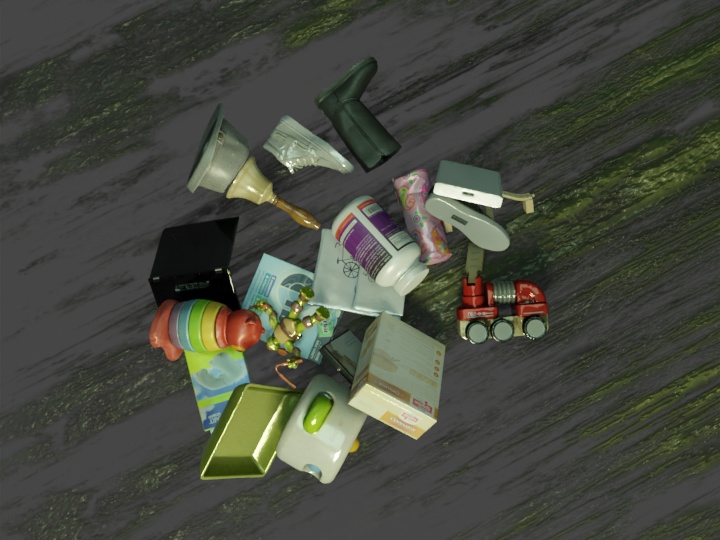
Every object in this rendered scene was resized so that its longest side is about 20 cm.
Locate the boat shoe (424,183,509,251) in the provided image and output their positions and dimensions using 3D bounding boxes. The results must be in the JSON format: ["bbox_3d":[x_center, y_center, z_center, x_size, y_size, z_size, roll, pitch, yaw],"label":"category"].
[{"bbox_3d":[0.222,-0.111,1.450,0.200,0.069,0.057,30,50,-12],"label":"boat shoe"}]

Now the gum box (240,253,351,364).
[{"bbox_3d":[-0.141,0.080,1.489,0.199,0.045,0.171,21,83,6],"label":"gum box"}]

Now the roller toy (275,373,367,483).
[{"bbox_3d":[-0.065,0.307,1.386,0.139,0.200,0.183,28,109,5],"label":"roller toy"}]

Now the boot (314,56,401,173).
[{"bbox_3d":[0.021,-0.333,1.530,0.165,0.066,0.200,-38,79,5],"label":"boot"}]

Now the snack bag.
[{"bbox_3d":[0.000,0.000,1.475,0.199,0.021,0.189,10,65,0],"label":"snack bag"}]

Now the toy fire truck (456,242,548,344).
[{"bbox_3d":[0.279,0.039,1.452,0.175,0.129,0.201,-5,92,2],"label":"toy fire truck"}]

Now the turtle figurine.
[{"bbox_3d":[-0.134,0.120,1.424,0.161,0.064,0.200,-42,64,20],"label":"turtle figurine"}]

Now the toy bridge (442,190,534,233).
[{"bbox_3d":[0.266,-0.135,1.494,0.199,0.027,0.067,-14,122,1],"label":"toy bridge"}]

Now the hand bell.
[{"bbox_3d":[-0.172,-0.145,1.517,0.200,0.104,0.104,32,84,-7],"label":"hand bell"}]

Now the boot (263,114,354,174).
[{"bbox_3d":[-0.113,-0.241,1.529,0.200,0.074,0.096,37,91,15],"label":"boot"}]

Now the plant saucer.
[{"bbox_3d":[-0.216,0.304,1.389,0.048,0.200,0.201,29,93,32],"label":"plant saucer"}]

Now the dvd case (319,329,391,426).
[{"bbox_3d":[0.015,0.208,1.418,0.200,0.143,0.018,46,110,7],"label":"dvd case"}]

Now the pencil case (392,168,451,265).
[{"bbox_3d":[0.126,-0.110,1.488,0.087,0.087,0.201,-15,81,0],"label":"pencil case"}]

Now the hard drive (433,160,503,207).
[{"bbox_3d":[0.218,-0.177,1.440,0.131,0.200,0.026,13,113,4],"label":"hard drive"}]

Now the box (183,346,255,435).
[{"bbox_3d":[-0.280,0.238,1.472,0.121,0.048,0.201,-17,81,0],"label":"box"}]

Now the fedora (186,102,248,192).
[{"bbox_3d":[-0.290,-0.241,1.494,0.090,0.177,0.201,23,47,-20],"label":"fedora"}]

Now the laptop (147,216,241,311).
[{"bbox_3d":[-0.332,0.011,1.501,0.186,0.116,0.201,-7,110,18],"label":"laptop"}]

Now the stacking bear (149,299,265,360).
[{"bbox_3d":[-0.290,0.114,1.406,0.199,0.122,0.114,1,64,13],"label":"stacking bear"}]

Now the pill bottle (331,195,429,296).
[{"bbox_3d":[0.042,-0.047,1.427,0.112,0.112,0.200,-41,75,-4],"label":"pill bottle"}]

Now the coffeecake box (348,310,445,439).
[{"bbox_3d":[0.074,0.197,1.372,0.153,0.200,0.073,30,128,-11],"label":"coffeecake box"}]
